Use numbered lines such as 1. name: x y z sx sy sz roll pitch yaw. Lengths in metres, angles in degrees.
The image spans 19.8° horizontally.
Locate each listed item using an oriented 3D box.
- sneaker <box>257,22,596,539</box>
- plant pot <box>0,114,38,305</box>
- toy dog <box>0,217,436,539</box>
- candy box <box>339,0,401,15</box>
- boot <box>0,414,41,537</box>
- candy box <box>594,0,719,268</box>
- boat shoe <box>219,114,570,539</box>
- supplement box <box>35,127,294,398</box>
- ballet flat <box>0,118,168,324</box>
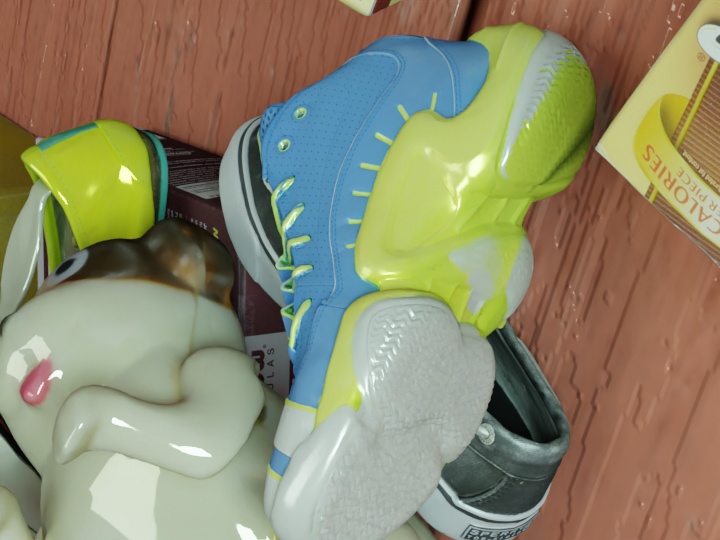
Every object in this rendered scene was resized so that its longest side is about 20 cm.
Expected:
1. sneaker: 0.000 0.000 0.699 0.105 0.201 0.076 16 153 32
2. plant pot: -0.264 0.027 1.112 0.200 0.175 0.202 31 120 52
3. toy dog: -0.056 0.074 0.759 0.200 0.193 0.140 52 129 20
4. candy box: -0.047 -0.193 0.743 0.199 0.055 0.116 32 115 11
5. boot: -0.207 0.094 0.818 0.073 0.144 0.200 50 171 27
6. candy box: 0.156 -0.063 0.508 0.117 0.056 0.200 44 137 11
7. boat shoe: 0.012 0.004 0.765 0.200 0.073 0.068 62 145 31
8. supplement box: -0.079 0.005 0.921 0.200 0.061 0.110 23 116 55
9. ballet flat: -0.120 0.034 0.873 0.067 0.067 0.202 30 123 51
